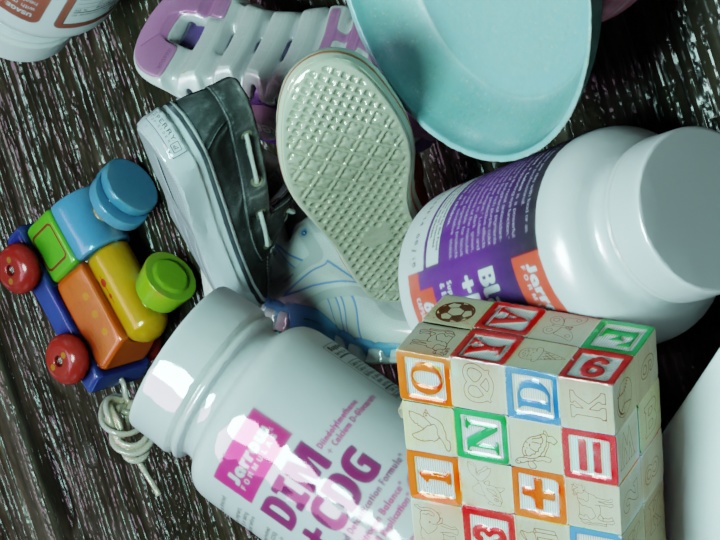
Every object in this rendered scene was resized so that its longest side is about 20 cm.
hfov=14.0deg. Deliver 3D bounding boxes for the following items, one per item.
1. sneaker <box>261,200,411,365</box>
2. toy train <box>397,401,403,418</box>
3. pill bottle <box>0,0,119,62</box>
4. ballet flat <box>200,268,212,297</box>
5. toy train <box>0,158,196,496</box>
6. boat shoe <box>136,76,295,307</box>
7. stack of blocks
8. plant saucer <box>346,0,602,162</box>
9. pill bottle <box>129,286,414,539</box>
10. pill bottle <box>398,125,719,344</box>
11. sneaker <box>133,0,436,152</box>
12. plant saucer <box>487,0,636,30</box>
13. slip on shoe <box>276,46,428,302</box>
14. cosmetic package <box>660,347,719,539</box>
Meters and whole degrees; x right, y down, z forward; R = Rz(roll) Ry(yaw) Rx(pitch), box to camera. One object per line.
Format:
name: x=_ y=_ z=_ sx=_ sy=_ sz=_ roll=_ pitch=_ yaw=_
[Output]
sneaker: x=0.000 y=0.000 z=1.691 sx=0.200 sy=0.075 sz=0.087 roll=14 pitch=112 yaw=51
toy train: x=0.102 y=0.114 z=1.514 sx=0.200 sy=0.034 sz=0.046 roll=35 pitch=133 yaw=8
pill bottle: x=-0.183 y=-0.214 z=1.795 sx=0.113 sy=0.112 sz=0.200 roll=60 pitch=145 yaw=13
ballet flat: x=-0.070 y=0.025 z=1.818 sx=0.069 sy=0.069 sz=0.201 roll=6 pitch=108 yaw=53
toy train: x=-0.145 y=0.034 z=1.914 sx=0.116 sy=0.084 sz=0.201 roll=-41 pitch=72 yaw=41
boat shoe: x=-0.069 y=-0.037 z=1.661 sx=0.072 sy=0.071 sz=0.200 roll=57 pitch=172 yaw=26
stack of blocks: x=0.088 y=0.119 z=1.453 sx=0.115 sy=0.059 sz=0.201 roll=8 pitch=121 yaw=26
plant saucer: x=0.060 y=-0.155 z=1.461 sx=0.200 sy=0.036 sz=0.201 roll=32 pitch=133 yaw=43
pill bottle: x=-0.022 y=0.103 z=1.624 sx=0.200 sy=0.113 sz=0.114 roll=34 pitch=137 yaw=10
pill bottle: x=0.114 y=-0.010 z=1.482 sx=0.200 sy=0.111 sz=0.112 roll=-22 pitch=89 yaw=57
sneaker: x=-0.031 y=-0.103 z=1.679 sx=0.199 sy=0.081 sz=0.089 roll=17 pitch=159 yaw=31
plant saucer: x=0.096 y=-0.222 z=1.451 sx=0.200 sy=0.051 sz=0.202 roll=31 pitch=131 yaw=43
slip on shoe: x=0.000 y=-0.058 z=1.563 sx=0.200 sy=0.074 sz=0.061 roll=63 pitch=-166 yaw=-54
cosmetic package: x=0.218 y=0.086 z=1.418 sx=0.113 sy=0.081 sz=0.200 roll=55 pitch=145 yaw=21
